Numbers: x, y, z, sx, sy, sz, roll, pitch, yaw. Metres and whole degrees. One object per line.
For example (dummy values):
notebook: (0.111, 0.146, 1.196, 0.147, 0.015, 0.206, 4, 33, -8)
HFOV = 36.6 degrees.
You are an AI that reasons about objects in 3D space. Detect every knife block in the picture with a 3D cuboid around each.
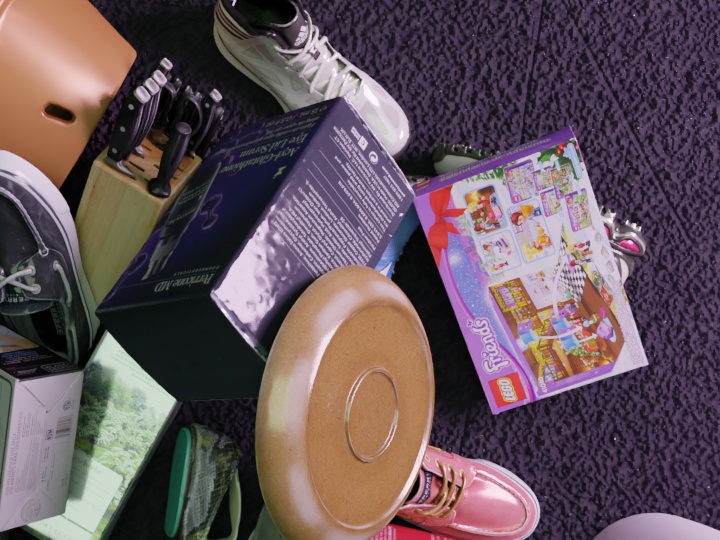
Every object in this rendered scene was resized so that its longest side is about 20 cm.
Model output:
knife block: (-0.178, -0.058, 0.844, 0.063, 0.176, 0.202, 31, 86, 0)

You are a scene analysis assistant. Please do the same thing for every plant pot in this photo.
plant pot: (-0.268, -0.149, 0.848, 0.139, 0.200, 0.202, 32, 85, -17)
plant pot: (0.000, 0.099, 0.756, 0.027, 0.199, 0.204, 5, 85, 36)

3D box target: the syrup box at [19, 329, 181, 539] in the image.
syrup box: (-0.198, 0.123, 0.879, 0.078, 0.081, 0.202, 29, 83, -2)

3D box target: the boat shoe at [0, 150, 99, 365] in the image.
boat shoe: (-0.255, 0.004, 0.832, 0.070, 0.202, 0.068, 0, 42, 7)

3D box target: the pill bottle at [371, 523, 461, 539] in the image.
pill bottle: (0.065, 0.271, 0.868, 0.196, 0.112, 0.115, 13, 86, -2)

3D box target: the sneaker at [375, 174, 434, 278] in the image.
sneaker: (0.000, 0.000, 0.909, 0.200, 0.078, 0.089, -44, 106, -5)

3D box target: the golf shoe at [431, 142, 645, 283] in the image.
golf shoe: (0.139, -0.038, 0.911, 0.198, 0.077, 0.089, 29, 93, 0)

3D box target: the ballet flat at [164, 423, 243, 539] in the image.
ballet flat: (-0.137, 0.230, 0.886, 0.071, 0.072, 0.204, 15, 87, -2)

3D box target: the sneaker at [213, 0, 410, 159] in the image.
sneaker: (-0.042, -0.161, 0.887, 0.199, 0.115, 0.076, 36, 85, 0)

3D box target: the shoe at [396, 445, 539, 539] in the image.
shoe: (0.057, 0.180, 0.883, 0.197, 0.091, 0.073, 19, 86, -2)

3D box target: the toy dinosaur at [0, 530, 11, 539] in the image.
toy dinosaur: (-0.301, 0.203, 0.836, 0.047, 0.087, 0.202, -43, 61, 25)

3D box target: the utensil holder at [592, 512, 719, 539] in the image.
utensil holder: (0.257, 0.281, 0.833, 0.166, 0.200, 0.174, 0, 86, -2)

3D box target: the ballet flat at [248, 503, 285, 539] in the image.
ballet flat: (-0.080, 0.266, 0.886, 0.063, 0.067, 0.203, 35, 108, 42)

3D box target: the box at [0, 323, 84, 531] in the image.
box: (-0.299, 0.098, 0.821, 0.198, 0.060, 0.119, 22, 106, 35)

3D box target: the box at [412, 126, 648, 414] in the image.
box: (0.137, 0.003, 0.876, 0.135, 0.039, 0.203, -18, 108, 11)

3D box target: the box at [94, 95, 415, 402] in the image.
box: (-0.074, -0.013, 0.801, 0.105, 0.146, 0.202, 50, 51, -28)
